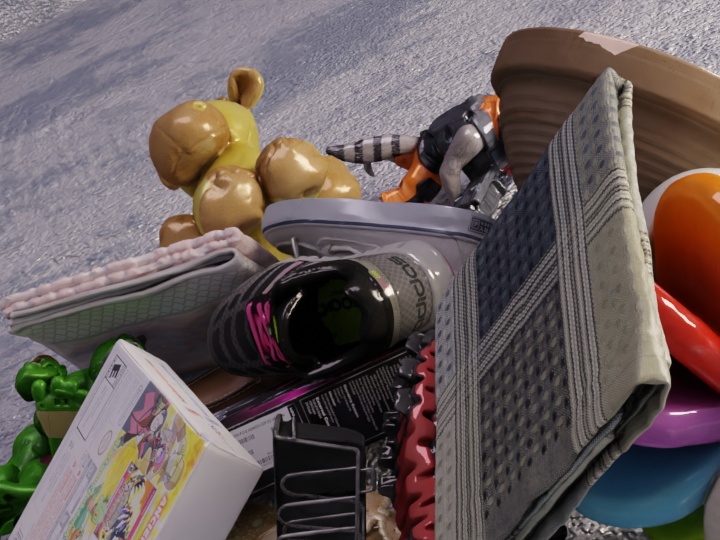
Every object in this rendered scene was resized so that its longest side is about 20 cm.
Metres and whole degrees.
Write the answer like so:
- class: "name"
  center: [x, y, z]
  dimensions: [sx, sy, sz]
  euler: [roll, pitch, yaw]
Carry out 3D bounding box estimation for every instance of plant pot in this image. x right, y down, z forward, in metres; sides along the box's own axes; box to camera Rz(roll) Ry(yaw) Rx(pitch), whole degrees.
- class: "plant pot"
  center: [0.161, -0.059, 0.795]
  dimensions: [0.200, 0.199, 0.094]
  euler: [16, 82, 54]

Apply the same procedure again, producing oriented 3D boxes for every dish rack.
- class: "dish rack"
  center: [-0.017, 0.180, 0.617]
  dimensions: [0.054, 0.156, 0.201]
  euler: [-1, 27, 1]

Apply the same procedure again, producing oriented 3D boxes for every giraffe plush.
- class: "giraffe plush"
  center: [-0.104, -0.076, 1.065]
  dimensions: [0.171, 0.200, 0.163]
  euler: [-30, 69, -4]

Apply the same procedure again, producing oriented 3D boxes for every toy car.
- class: "toy car"
  center: [0.161, 0.047, 0.651]
  dimensions: [0.148, 0.203, 0.175]
  euler: [6, 21, -28]

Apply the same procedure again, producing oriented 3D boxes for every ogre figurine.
- class: "ogre figurine"
  center: [-0.211, 0.116, 0.937]
  dimensions: [0.097, 0.202, 0.120]
  euler: [24, 17, -4]

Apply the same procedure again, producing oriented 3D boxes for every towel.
- class: "towel"
  center: [0.085, 0.036, 0.617]
  dimensions: [0.202, 0.034, 0.193]
  euler: [-86, 20, -44]
- class: "towel"
  center: [-0.140, 0.037, 0.999]
  dimensions: [0.197, 0.191, 0.033]
  euler: [-16, 67, 14]

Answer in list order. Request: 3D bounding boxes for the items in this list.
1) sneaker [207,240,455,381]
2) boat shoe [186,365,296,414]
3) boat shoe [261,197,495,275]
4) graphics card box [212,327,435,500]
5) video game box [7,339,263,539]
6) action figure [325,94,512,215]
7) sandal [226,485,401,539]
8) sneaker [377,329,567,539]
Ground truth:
- class: "sneaker"
  center: [-0.038, 0.030, 0.829]
  dimensions: [0.198, 0.075, 0.087]
  euler: [-14, 3, 39]
- class: "boat shoe"
  center: [-0.049, 0.055, 0.965]
  dimensions: [0.198, 0.075, 0.076]
  euler: [-24, 26, -6]
- class: "boat shoe"
  center: [0.004, 0.001, 0.901]
  dimensions: [0.200, 0.074, 0.088]
  euler: [5, 81, 40]
- class: "graphics card box"
  center: [-0.016, 0.088, 0.863]
  dimensions: [0.198, 0.051, 0.125]
  euler: [-25, 3, -2]
- class: "video game box"
  center: [-0.149, 0.160, 0.773]
  dimensions: [0.202, 0.046, 0.182]
  euler: [-61, 27, 1]
- class: "action figure"
  center: [0.069, -0.090, 1.129]
  dimensions: [0.192, 0.105, 0.201]
  euler: [-23, 21, 25]
- class: "sandal"
  center: [-0.024, 0.150, 0.769]
  dimensions: [0.209, 0.070, 0.078]
  euler: [-1, 32, 39]
- class: "sneaker"
  center: [0.060, 0.119, 0.715]
  dimensions: [0.096, 0.071, 0.202]
  euler: [5, 47, -6]
